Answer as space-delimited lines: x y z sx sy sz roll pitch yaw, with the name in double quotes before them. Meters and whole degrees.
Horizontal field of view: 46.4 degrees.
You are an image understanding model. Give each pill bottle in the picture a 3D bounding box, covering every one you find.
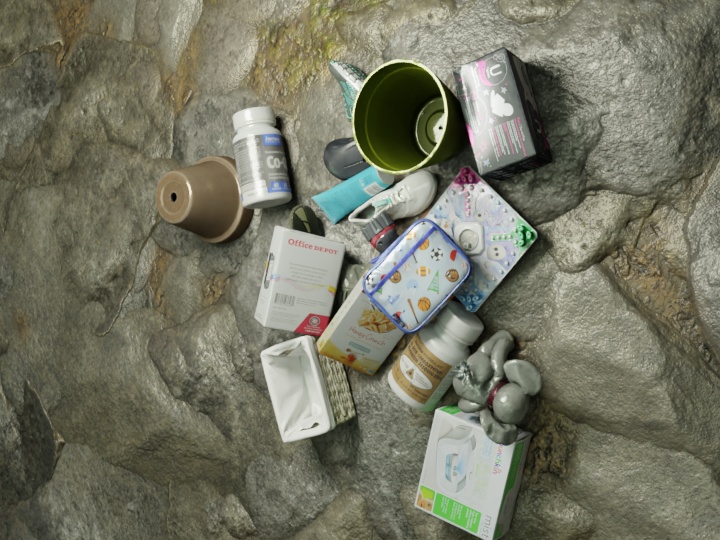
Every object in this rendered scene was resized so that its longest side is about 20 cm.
"pill bottle" -0.219 -0.246 1.844 0.112 0.113 0.205 -12 86 31
"pill bottle" 0.149 0.164 1.635 0.114 0.114 0.202 42 112 22

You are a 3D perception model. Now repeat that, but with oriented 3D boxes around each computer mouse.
"computer mouse" -0.003 -0.236 1.722 0.197 0.053 0.140 -13 120 36

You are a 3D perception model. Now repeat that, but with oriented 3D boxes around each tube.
"tube" -0.016 -0.160 1.738 0.198 0.051 0.078 -27 109 40

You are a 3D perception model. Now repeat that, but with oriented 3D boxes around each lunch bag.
"lunch bag" 0.101 0.010 1.577 0.200 0.076 0.160 -45 86 7

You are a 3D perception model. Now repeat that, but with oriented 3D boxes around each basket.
"basket" -0.108 0.246 1.791 0.134 0.123 0.204 -20 81 30

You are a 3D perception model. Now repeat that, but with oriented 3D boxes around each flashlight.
"flashlight" 0.081 -0.017 1.644 0.068 0.067 0.202 -38 83 34

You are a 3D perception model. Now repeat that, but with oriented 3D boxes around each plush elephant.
"plush elephant" 0.255 0.219 1.536 0.154 0.199 0.166 38 103 19

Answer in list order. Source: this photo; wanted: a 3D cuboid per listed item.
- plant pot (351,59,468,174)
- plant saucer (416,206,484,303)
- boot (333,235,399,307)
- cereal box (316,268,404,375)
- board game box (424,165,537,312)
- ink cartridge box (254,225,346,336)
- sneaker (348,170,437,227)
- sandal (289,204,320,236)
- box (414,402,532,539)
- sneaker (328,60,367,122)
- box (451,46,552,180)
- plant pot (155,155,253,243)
"plant pot" 0.115 -0.281 1.592 0.197 0.192 0.206 2 94 31
"plant saucer" 0.171 -0.033 1.660 0.197 0.036 0.206 2 93 32
"boot" 0.000 0.000 1.750 0.129 0.067 0.204 27 105 32
"cereal box" 0.020 0.108 1.702 0.202 0.142 0.040 -55 28 21
"board game box" 0.205 -0.060 1.602 0.200 0.026 0.201 47 114 21
"ink cartridge box" -0.126 0.023 1.749 0.085 0.145 0.205 -161 84 -67
"sneaker" 0.063 -0.136 1.691 0.198 0.088 0.077 -30 76 28
"sandal" -0.118 -0.039 1.824 0.057 0.078 0.206 -173 79 -66
"box" 0.217 0.384 1.615 0.174 0.096 0.205 18 100 32
"sneaker" -0.010 -0.354 1.737 0.200 0.077 0.092 48 118 22
"box" 0.262 -0.282 1.538 0.113 0.131 0.205 -17 84 27
"plant pot" -0.365 -0.165 1.902 0.196 0.173 0.206 1 91 31
